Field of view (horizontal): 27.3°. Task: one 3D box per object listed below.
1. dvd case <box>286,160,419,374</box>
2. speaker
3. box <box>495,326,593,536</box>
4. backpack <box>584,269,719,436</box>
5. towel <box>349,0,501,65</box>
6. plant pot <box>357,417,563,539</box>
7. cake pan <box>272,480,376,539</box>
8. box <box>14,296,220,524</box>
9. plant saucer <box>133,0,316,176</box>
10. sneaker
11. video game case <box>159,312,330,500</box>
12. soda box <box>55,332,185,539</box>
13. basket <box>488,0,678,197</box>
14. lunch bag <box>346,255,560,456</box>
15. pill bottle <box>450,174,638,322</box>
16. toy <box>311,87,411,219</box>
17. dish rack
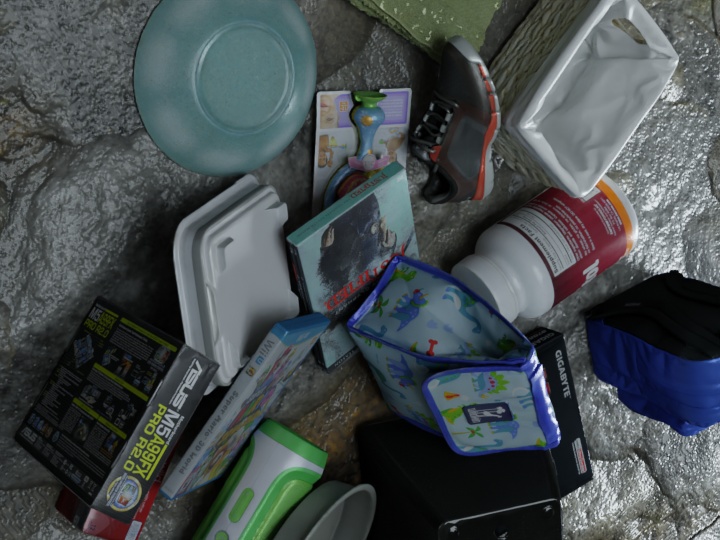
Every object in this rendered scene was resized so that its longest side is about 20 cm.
[{"bbox_3d":[0.000,0.000,1.520,0.146,0.022,0.200,-36,142,-22],"label":"dvd case"},{"bbox_3d":[-0.114,0.255,1.512,0.088,0.088,0.200,34,84,-35],"label":"speaker"},{"bbox_3d":[0.181,0.187,1.718,0.159,0.046,0.201,-26,115,-25],"label":"box"},{"bbox_3d":[0.394,0.104,1.745,0.162,0.200,0.168,-30,117,-25],"label":"backpack"},{"bbox_3d":[0.068,-0.306,1.520,0.200,0.036,0.149,29,85,-34],"label":"towel"},{"bbox_3d":[0.121,0.275,1.587,0.199,0.177,0.201,-9,112,-13],"label":"plant pot"},{"bbox_3d":[-0.054,0.301,1.541,0.200,0.037,0.201,-49,156,-30],"label":"cake pan"},{"bbox_3d":[-0.223,0.120,1.335,0.044,0.200,0.161,34,82,-33],"label":"box"},{"bbox_3d":[-0.119,-0.187,1.424,0.200,0.039,0.202,-9,106,-32],"label":"plant saucer"},{"bbox_3d":[0.093,-0.145,1.536,0.082,0.077,0.200,-19,129,-17],"label":"sneaker"},{"bbox_3d":[-0.109,0.129,1.440,0.200,0.018,0.143,-55,169,11],"label":"video game case"},{"bbox_3d":[-0.217,0.157,1.428,0.063,0.070,0.201,25,89,-35],"label":"soda box"},{"bbox_3d":[0.221,-0.199,1.597,0.136,0.123,0.200,43,77,-33],"label":"basket"},{"bbox_3d":[0.106,0.101,1.520,0.128,0.200,0.170,-55,147,-22],"label":"lunch bag"},{"bbox_3d":[0.201,-0.020,1.637,0.200,0.113,0.113,-33,118,-22],"label":"pill bottle"},{"bbox_3d":[0.008,-0.085,1.530,0.115,0.047,0.201,-7,105,-31],"label":"toy"},{"bbox_3d":[-0.110,0.011,1.411,0.200,0.043,0.172,-44,132,-62],"label":"dish rack"}]
